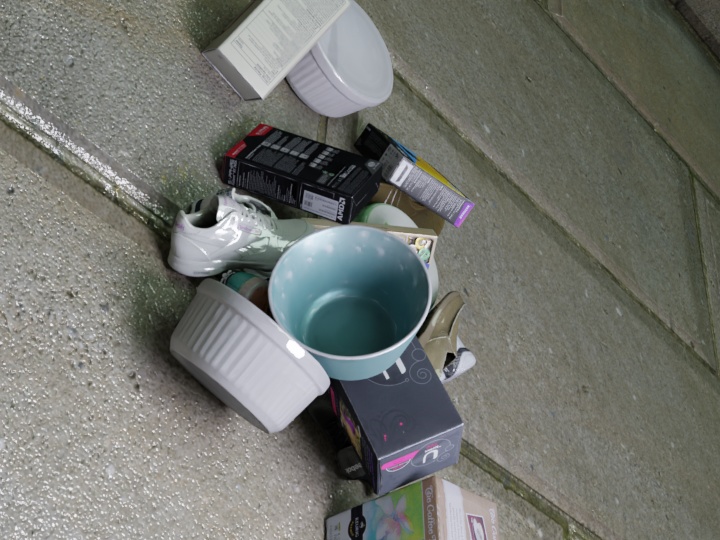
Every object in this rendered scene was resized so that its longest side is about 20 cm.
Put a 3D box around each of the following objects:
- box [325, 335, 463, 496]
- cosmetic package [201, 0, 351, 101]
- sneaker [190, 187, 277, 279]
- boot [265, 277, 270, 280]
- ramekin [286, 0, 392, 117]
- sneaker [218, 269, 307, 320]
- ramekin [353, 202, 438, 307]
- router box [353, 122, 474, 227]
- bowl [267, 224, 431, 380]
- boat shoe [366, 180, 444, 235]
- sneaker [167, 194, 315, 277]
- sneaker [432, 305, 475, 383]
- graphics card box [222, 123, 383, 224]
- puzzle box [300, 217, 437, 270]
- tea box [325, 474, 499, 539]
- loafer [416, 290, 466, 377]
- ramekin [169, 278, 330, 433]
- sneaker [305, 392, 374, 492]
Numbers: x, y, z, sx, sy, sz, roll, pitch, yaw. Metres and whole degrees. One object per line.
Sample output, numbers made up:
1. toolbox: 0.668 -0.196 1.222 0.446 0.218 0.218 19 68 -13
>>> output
1. box: 0.033 0.160 1.613 0.121 0.107 0.201 -20 58 -15
2. cosmetic package: -0.122 -0.352 1.849 0.200 0.087 0.104 -47 111 -14
3. sneaker: -0.137 -0.046 1.720 0.199 0.080 0.077 30 43 -42
4. boot: -0.050 0.068 1.704 0.200 0.131 0.070 44 37 -36
5. ramekin: -0.046 -0.339 2.024 0.202 0.094 0.205 33 43 -38
6. sneaker: -0.112 0.060 1.637 0.072 0.080 0.200 -49 137 -11
7. ramekin: 0.029 -0.002 1.900 0.199 0.097 0.202 33 43 -37
8. router box: 0.082 -0.153 2.017 0.148 0.051 0.200 32 10 -25
9. bowl: -0.012 0.053 1.557 0.106 0.198 0.203 88 4 -52
10. boat shoe: 0.055 -0.101 2.049 0.199 0.063 0.074 14 101 -45
11. sneaker: -0.147 -0.049 1.620 0.198 0.101 0.075 -9 33 -25
12. sneaker: 0.090 0.123 1.928 0.199 0.075 0.116 -16 73 -54
13. graphics card box: -0.080 -0.137 1.782 0.198 0.051 0.126 18 32 14
14. puzzle box: 0.000 0.000 1.765 0.197 0.135 0.025 4 25 -19
15. tea box: 0.068 0.393 1.588 0.133 0.196 0.202 30 44 -39
16. loafer: 0.109 0.109 1.846 0.067 0.076 0.201 39 48 -3
17. ramekin: -0.139 0.109 1.515 0.202 0.202 0.095 46 76 -25
18. sneaker: -0.010 0.231 1.711 0.200 0.066 0.091 46 32 -28
